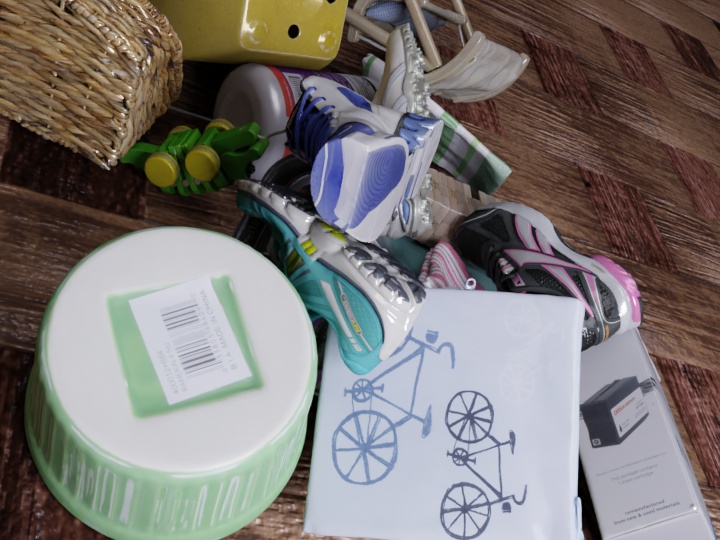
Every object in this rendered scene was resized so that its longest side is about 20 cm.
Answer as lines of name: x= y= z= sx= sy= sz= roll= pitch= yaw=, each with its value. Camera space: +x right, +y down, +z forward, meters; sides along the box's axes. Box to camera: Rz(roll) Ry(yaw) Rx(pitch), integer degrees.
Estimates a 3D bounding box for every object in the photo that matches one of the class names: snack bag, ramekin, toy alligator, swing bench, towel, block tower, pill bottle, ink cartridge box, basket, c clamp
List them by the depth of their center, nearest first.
ramekin: x=-0.122 y=0.069 z=0.595 sx=0.195 sy=0.098 sz=0.204 roll=9 pitch=56 yaw=-13
snack bag: x=0.063 y=0.098 z=0.638 sx=0.195 sy=0.021 sz=0.193 roll=2 pitch=68 yaw=11
c clamp: x=-0.032 y=0.003 z=0.715 sx=0.167 sy=0.027 sz=0.204 roll=16 pitch=72 yaw=13
basket: x=-0.252 y=-0.214 z=0.767 sx=0.197 sy=0.144 sz=0.150 roll=27 pitch=38 yaw=-2
toy alligator: x=-0.119 y=-0.096 z=0.782 sx=0.060 sy=0.195 sz=0.055 roll=-69 pitch=147 yaw=-51
towel: x=0.110 y=0.042 z=0.783 sx=0.146 sy=0.030 sz=0.200 roll=46 pitch=13 yaw=-2
ink cartridge box: x=0.244 y=0.163 z=0.793 sx=0.146 sy=0.082 sz=0.203 roll=52 pitch=23 yaw=-42
pill bottle: x=-0.042 y=-0.142 z=0.898 sx=0.197 sy=0.113 sz=0.114 roll=-3 pitch=53 yaw=-40
block tower: x=0.110 y=-0.048 z=0.912 sx=0.196 sy=0.058 sz=0.055 roll=20 pitch=40 yaw=-20
towel: x=0.078 y=-0.154 z=1.005 sx=0.199 sy=0.023 sz=0.153 roll=42 pitch=-6 yaw=4
swing bench: x=0.082 y=-0.292 z=1.098 sx=0.201 sy=0.130 sz=0.198 roll=53 pitch=23 yaw=14

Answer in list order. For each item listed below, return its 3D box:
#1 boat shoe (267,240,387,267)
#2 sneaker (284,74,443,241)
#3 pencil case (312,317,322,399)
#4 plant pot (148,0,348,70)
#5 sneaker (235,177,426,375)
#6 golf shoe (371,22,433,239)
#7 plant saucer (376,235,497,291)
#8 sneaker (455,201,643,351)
boat shoe: x=0.000 y=0.000 z=0.815 sx=0.199 sy=0.070 sz=0.071 roll=38 pitch=40 yaw=12
sneaker: x=-0.016 y=-0.090 z=0.675 sx=0.113 sy=0.082 sz=0.199 roll=22 pitch=22 yaw=11
pencil case: x=0.000 y=0.080 z=0.733 sx=0.083 sy=0.086 sz=0.201 roll=-18 pitch=63 yaw=-45
plant pot: x=-0.108 y=-0.291 z=0.870 sx=0.191 sy=0.200 sz=0.199 roll=-4 pitch=25 yaw=-40
sneaker: x=-0.039 y=-0.004 z=0.653 sx=0.077 sy=0.081 sz=0.200 roll=16 pitch=21 yaw=-48
golf shoe: x=0.017 y=-0.131 z=0.828 sx=0.078 sy=0.095 sz=0.205 roll=43 pitch=47 yaw=-70
plant saucer: x=0.084 y=-0.005 z=0.922 sx=0.197 sy=0.036 sz=0.203 roll=21 pitch=42 yaw=-20
sneaker: x=0.150 y=0.005 z=0.800 sx=0.085 sy=0.082 sz=0.199 roll=-29 pitch=37 yaw=-27
